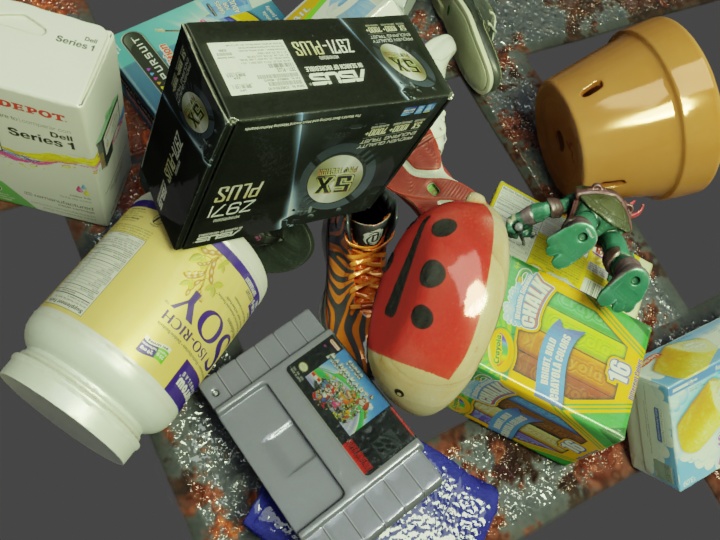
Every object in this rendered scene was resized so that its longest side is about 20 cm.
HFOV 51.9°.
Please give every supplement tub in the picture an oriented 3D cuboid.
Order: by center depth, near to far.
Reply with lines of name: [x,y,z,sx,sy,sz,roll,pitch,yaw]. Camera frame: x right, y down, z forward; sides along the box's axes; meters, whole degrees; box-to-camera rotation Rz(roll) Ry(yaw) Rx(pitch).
supplement tub: [-0.190,0.046,0.638,0.145,0.146,0.201,32,63,3]

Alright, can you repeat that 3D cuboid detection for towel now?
towel: [0.012,0.213,0.667,0.199,0.050,0.148,30,66,4]

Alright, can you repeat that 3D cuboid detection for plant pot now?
plant pot: [0.286,-0.166,0.834,0.139,0.200,0.202,-16,69,-2]

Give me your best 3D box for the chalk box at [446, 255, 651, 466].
chalk box: [0.150,0.080,0.715,0.199,0.124,0.126,26,62,0]

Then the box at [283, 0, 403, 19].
box: [-0.045,-0.184,0.740,0.200,0.101,0.113,-42,46,2]

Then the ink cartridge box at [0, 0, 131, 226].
ink cartridge box: [-0.295,-0.137,0.666,0.143,0.200,0.085,14,63,-6]

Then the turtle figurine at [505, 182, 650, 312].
turtle figurine: [0.221,-0.037,0.731,0.148,0.101,0.200,22,21,1]

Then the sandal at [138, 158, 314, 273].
sandal: [-0.140,-0.055,0.735,0.199,0.076,0.048,28,18,8]

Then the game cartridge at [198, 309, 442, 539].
game cartridge: [-0.037,0.139,0.641,0.129,0.038,0.200,-36,65,-12]

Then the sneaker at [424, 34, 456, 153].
sneaker: [0.066,-0.185,0.855,0.099,0.075,0.201,36,69,-6]

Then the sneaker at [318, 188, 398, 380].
sneaker: [0.000,0.000,0.722,0.077,0.112,0.202,-5,67,-15]

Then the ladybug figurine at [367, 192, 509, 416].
ladybug figurine: [0.061,0.024,0.645,0.071,0.135,0.202,20,86,-29]

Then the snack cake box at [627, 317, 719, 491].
snack cake box: [0.363,0.121,0.749,0.198,0.067,0.116,-21,107,-21]

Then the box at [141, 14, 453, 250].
box: [-0.054,-0.110,0.588,0.199,0.164,0.087,-15,69,-34]

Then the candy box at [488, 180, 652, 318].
candy box: [0.224,-0.011,0.829,0.199,0.026,0.103,29,60,1]

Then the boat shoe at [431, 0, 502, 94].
boat shoe: [0.142,-0.310,0.921,0.067,0.072,0.202,-10,66,-13]

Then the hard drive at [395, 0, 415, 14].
hard drive: [-0.015,-0.382,0.914,0.198,0.027,0.133,19,62,13]

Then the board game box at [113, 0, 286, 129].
board game box: [-0.160,-0.227,0.825,0.199,0.047,0.151,-34,77,-25]

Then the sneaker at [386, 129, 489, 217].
sneaker: [0.065,-0.078,0.779,0.078,0.116,0.201,-31,69,-4]
